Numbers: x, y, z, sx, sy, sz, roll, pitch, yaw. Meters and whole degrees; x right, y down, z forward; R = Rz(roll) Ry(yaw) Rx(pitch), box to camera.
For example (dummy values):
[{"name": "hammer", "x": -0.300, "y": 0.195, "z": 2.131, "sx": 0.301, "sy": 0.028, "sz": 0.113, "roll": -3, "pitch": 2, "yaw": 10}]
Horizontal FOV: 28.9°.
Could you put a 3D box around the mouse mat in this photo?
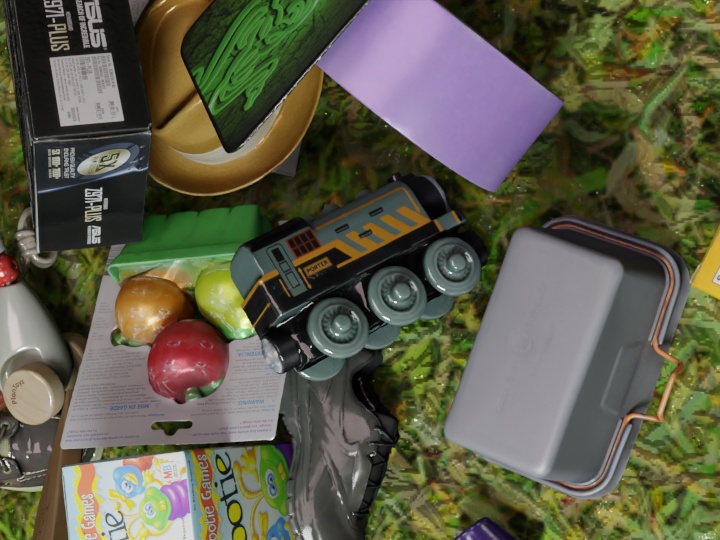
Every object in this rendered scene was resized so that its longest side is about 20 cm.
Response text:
[{"name": "mouse mat", "x": -0.050, "y": -0.192, "z": 0.978, "sx": 0.200, "sy": 0.008, "sz": 0.161, "roll": -48, "pitch": 40, "yaw": 17}]

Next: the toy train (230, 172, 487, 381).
[{"name": "toy train", "x": 0.000, "y": 0.000, "z": 1.041, "sx": 0.200, "sy": 0.085, "sz": 0.114, "roll": -28, "pitch": 81, "yaw": -25}]

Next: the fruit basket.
[{"name": "fruit basket", "x": -0.131, "y": 0.050, "z": 1.098, "sx": 0.185, "sy": 0.094, "sz": 0.200, "roll": -6, "pitch": 60, "yaw": 20}]

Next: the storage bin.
[{"name": "storage bin", "x": 0.146, "y": 0.063, "z": 0.989, "sx": 0.145, "sy": 0.134, "sz": 0.200, "roll": 21, "pitch": 95, "yaw": 23}]

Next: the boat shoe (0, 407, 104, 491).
[{"name": "boat shoe", "x": -0.320, "y": 0.158, "z": 1.212, "sx": 0.200, "sy": 0.066, "sz": 0.072, "roll": -7, "pitch": 81, "yaw": 22}]

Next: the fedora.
[{"name": "fedora", "x": -0.126, "y": -0.160, "z": 1.100, "sx": 0.200, "sy": 0.082, "sz": 0.201, "roll": -2, "pitch": 86, "yaw": 24}]

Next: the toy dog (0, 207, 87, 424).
[{"name": "toy dog", "x": -0.308, "y": 0.044, "z": 1.183, "sx": 0.096, "sy": 0.132, "sz": 0.200, "roll": -27, "pitch": 75, "yaw": 20}]

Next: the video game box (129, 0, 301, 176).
[{"name": "video game box", "x": -0.123, "y": -0.191, "z": 1.171, "sx": 0.182, "sy": 0.047, "sz": 0.200, "roll": 11, "pitch": 90, "yaw": 26}]

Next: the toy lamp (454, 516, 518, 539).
[{"name": "toy lamp", "x": 0.140, "y": 0.269, "z": 1.017, "sx": 0.058, "sy": 0.058, "sz": 0.200, "roll": -43, "pitch": 74, "yaw": 14}]

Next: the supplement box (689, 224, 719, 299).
[{"name": "supplement box", "x": 0.339, "y": 0.008, "z": 0.925, "sx": 0.200, "sy": 0.109, "sz": 0.109, "roll": 28, "pitch": 96, "yaw": 22}]

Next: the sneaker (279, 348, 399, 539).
[{"name": "sneaker", "x": -0.011, "y": 0.148, "z": 1.083, "sx": 0.091, "sy": 0.076, "sz": 0.200, "roll": -9, "pitch": 84, "yaw": 15}]

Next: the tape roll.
[{"name": "tape roll", "x": 0.045, "y": -0.151, "z": 1.013, "sx": 0.200, "sy": 0.200, "sz": 0.085, "roll": 43, "pitch": 103, "yaw": 20}]

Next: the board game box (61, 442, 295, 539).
[{"name": "board game box", "x": -0.122, "y": 0.188, "z": 1.054, "sx": 0.103, "sy": 0.200, "sz": 0.105, "roll": -10, "pitch": 82, "yaw": 22}]

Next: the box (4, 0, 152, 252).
[{"name": "box", "x": -0.220, "y": -0.141, "z": 1.070, "sx": 0.086, "sy": 0.164, "sz": 0.200, "roll": -7, "pitch": 63, "yaw": -16}]

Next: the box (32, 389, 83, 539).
[{"name": "box", "x": -0.244, "y": 0.216, "z": 1.097, "sx": 0.021, "sy": 0.200, "sz": 0.164, "roll": 12, "pitch": 122, "yaw": -13}]
